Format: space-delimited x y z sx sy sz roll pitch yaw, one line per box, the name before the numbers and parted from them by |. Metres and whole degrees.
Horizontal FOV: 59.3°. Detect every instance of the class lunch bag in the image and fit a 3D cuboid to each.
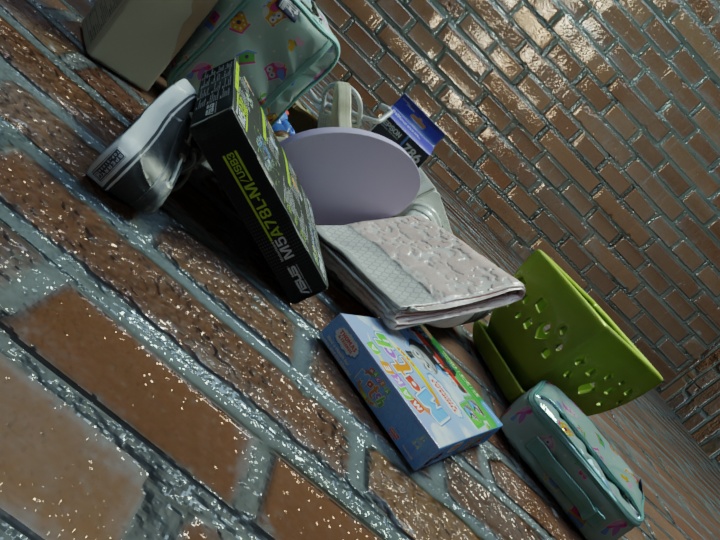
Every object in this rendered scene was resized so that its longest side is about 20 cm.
lunch bag | 0.268 0.238 0.791 0.200 0.077 0.160 50 16 16
lunch bag | -0.129 -0.264 0.784 0.160 0.200 0.077 32 28 -46

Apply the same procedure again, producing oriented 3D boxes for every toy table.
toy table | -0.031 -0.141 0.828 0.200 0.184 0.117 13 28 -20

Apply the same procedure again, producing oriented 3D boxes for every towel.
towel | 0.060 -0.010 0.737 0.191 0.032 0.200 -9 34 -34

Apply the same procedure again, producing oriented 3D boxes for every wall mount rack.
wall mount rack | -0.046 -0.206 0.945 0.174 0.200 0.075 24 43 15

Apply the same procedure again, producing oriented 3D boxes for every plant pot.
plant pot | 0.301 0.123 0.975 0.200 0.181 0.199 34 18 -33

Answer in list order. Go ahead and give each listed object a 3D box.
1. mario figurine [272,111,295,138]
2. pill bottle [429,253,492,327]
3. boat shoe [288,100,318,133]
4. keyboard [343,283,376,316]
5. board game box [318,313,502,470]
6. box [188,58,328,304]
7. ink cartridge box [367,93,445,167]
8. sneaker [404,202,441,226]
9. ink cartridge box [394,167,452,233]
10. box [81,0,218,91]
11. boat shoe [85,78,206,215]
mario figurine | -0.155 -0.235 0.958 0.123 0.106 0.200 91 -21 -59
pill bottle | 0.130 0.024 0.908 0.114 0.114 0.200 50 16 16
boat shoe | -0.127 -0.261 1.075 0.200 0.074 0.066 47 0 12
keyboard | 0.000 0.000 0.837 0.056 0.011 0.200 36 17 -14
board game box | 0.059 0.115 0.640 0.151 0.037 0.200 52 18 23
box | -0.098 -0.095 0.630 0.193 0.047 0.200 61 6 -31
ink cartridge box | 0.036 -0.178 1.019 0.099 0.200 0.039 41 13 -12
sneaker | 0.109 -0.009 1.042 0.075 0.089 0.200 5 -46 46
ink cartridge box | 0.085 -0.124 1.143 0.200 0.083 0.147 -114 179 -51
box | -0.219 -0.313 0.704 0.078 0.200 0.095 30 23 -44
boat shoe | -0.170 -0.111 0.559 0.068 0.074 0.199 45 17 -23
